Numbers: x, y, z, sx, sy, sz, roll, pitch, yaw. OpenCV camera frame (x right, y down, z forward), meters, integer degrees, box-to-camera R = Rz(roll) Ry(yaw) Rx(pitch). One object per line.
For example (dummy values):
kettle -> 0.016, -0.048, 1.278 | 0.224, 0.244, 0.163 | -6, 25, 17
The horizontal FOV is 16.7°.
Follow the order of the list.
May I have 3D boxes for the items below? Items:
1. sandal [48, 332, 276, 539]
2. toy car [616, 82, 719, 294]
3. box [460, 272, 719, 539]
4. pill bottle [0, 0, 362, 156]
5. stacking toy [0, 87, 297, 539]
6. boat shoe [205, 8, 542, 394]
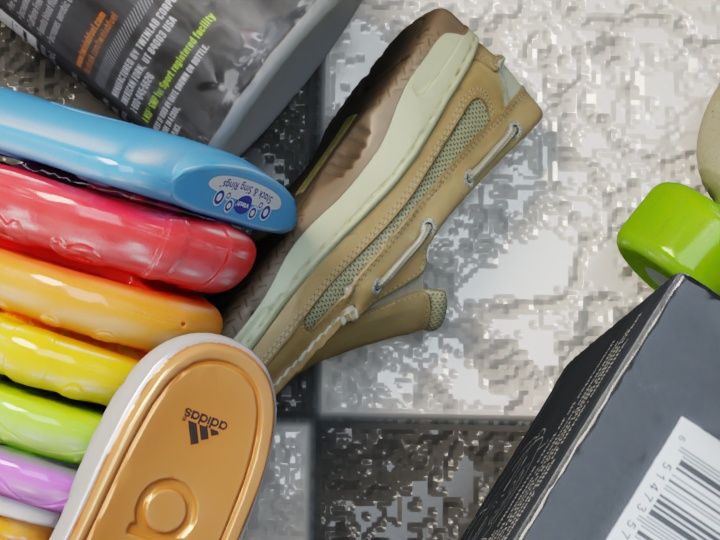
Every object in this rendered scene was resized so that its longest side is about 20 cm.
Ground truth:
sandal -> -0.075, 0.120, 0.778 | 0.079, 0.059, 0.208 | 19, 88, -25
toy car -> 0.229, -0.004, 0.916 | 0.200, 0.158, 0.164 | 43, 82, -25
box -> 0.093, 0.105, 0.827 | 0.107, 0.200, 0.149 | 33, 79, 1
pill bottle -> -0.101, -0.135, 0.903 | 0.200, 0.106, 0.106 | 39, 79, 3
stacking toy -> -0.107, 0.046, 0.835 | 0.109, 0.116, 0.201 | 17, 90, 29
boat shoe -> 0.000, 0.000, 0.911 | 0.076, 0.072, 0.200 | 39, 80, -13
